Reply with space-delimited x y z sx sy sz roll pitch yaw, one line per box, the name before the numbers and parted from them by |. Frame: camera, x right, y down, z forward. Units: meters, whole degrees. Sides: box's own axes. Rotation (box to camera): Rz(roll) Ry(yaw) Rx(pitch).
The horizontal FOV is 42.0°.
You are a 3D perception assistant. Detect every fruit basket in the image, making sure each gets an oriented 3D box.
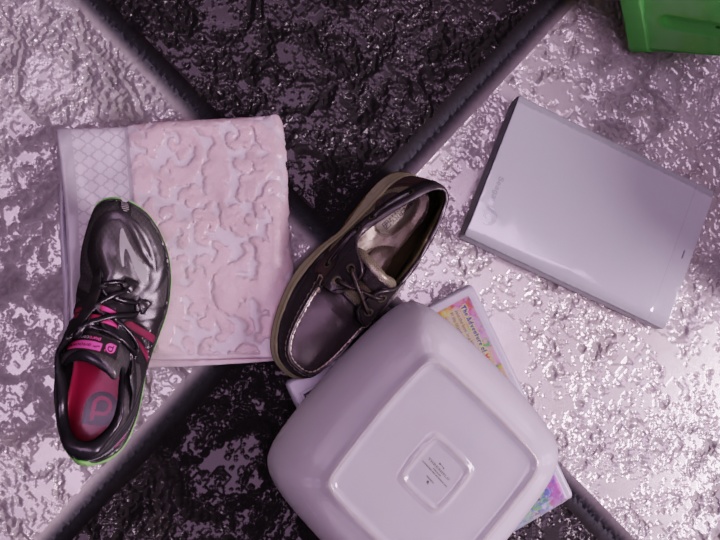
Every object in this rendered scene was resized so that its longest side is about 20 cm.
fruit basket | 0.239 -0.287 0.788 0.215 0.216 0.156 40 81 -4

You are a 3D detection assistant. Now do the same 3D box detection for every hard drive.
hard drive | 0.200 -0.050 0.825 0.197 0.026 0.134 24 83 -7

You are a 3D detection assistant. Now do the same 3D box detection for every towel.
towel | -0.149 -0.023 0.766 0.187 0.032 0.204 -3 87 -9

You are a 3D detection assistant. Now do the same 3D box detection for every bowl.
bowl | 0.050 0.152 0.733 0.200 0.075 0.200 45 83 -10

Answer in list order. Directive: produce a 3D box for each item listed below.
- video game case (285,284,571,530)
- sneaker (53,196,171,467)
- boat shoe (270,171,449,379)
video game case | 0.059 0.143 0.791 0.180 0.024 0.202 -26 90 -10
sneaker | -0.184 0.046 0.700 0.075 0.084 0.204 6 87 -8
boat shoe | 0.000 0.000 0.757 0.073 0.065 0.202 38 75 -21
